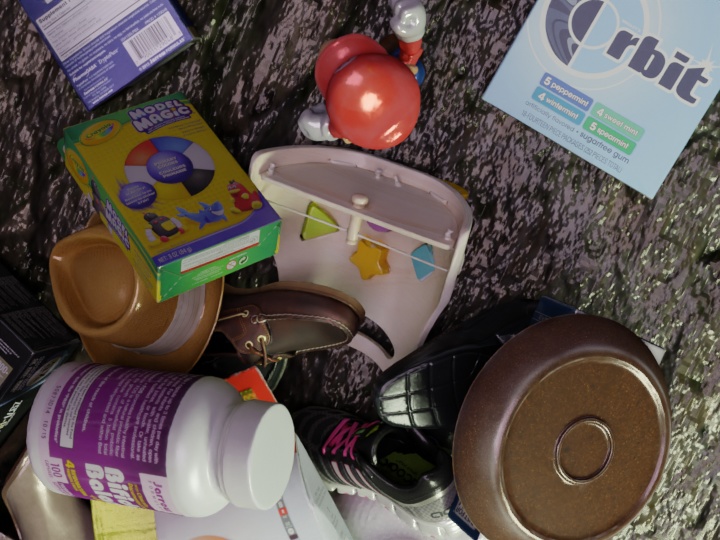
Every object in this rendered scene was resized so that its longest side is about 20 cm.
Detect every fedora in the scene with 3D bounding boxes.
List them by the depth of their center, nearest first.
[{"bbox_3d":[-0.207,0.009,0.981,0.199,0.081,0.203,-6,80,37],"label":"fedora"}]

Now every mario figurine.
[{"bbox_3d":[0.000,-0.160,0.906,0.105,0.200,0.125,6,101,5],"label":"mario figurine"}]

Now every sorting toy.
[{"bbox_3d":[0.000,0.000,0.993,0.198,0.107,0.182,22,117,19],"label":"sorting toy"}]

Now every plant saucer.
[{"bbox_3d":[0.167,0.136,0.886,0.198,0.034,0.203,-5,103,-20],"label":"plant saucer"}]

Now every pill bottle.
[{"bbox_3d":[-0.158,0.138,0.919,0.198,0.112,0.114,4,102,22],"label":"pill bottle"}]

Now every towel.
[{"bbox_3d":[-0.152,0.234,1.073,0.197,0.018,0.087,-4,97,-5],"label":"towel"}]

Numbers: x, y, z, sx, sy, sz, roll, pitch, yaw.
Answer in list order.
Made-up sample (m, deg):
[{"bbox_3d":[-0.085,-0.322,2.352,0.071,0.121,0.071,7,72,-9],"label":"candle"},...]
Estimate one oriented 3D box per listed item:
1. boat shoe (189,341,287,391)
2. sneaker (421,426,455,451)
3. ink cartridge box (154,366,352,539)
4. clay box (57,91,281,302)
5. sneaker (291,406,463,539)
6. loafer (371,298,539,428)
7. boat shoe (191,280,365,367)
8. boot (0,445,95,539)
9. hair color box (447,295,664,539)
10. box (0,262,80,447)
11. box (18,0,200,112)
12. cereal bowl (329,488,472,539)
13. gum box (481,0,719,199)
[{"bbox_3d":[-0.150,0.128,1.047,0.198,0.066,0.075,-33,96,12],"label":"boat shoe"},{"bbox_3d":[0.133,0.136,1.021,0.198,0.070,0.079,13,125,-2],"label":"sneaker"},{"bbox_3d":[-0.112,0.203,0.987,0.161,0.050,0.201,-23,105,22],"label":"ink cartridge box"},{"bbox_3d":[-0.165,-0.075,0.947,0.200,0.114,0.048,51,149,28],"label":"clay box"},{"bbox_3d":[0.011,0.157,0.994,0.199,0.074,0.088,23,143,32],"label":"sneaker"},{"bbox_3d":[0.092,0.077,0.968,0.198,0.072,0.074,-16,117,-23],"label":"loafer"},{"bbox_3d":[-0.090,0.053,0.991,0.198,0.071,0.071,-2,140,33],"label":"boat shoe"},{"bbox_3d":[-0.280,0.242,1.091,0.145,0.070,0.201,31,104,-6],"label":"boot"},{"bbox_3d":[0.159,0.134,0.933,0.099,0.060,0.202,23,91,-23],"label":"hair color box"},{"bbox_3d":[-0.388,0.063,1.038,0.200,0.086,0.164,41,103,9],"label":"box"},{"bbox_3d":[-0.244,-0.258,1.002,0.120,0.032,0.201,-31,97,11],"label":"box"},{"bbox_3d":[0.044,0.276,1.045,0.197,0.083,0.203,1,100,6],"label":"cereal bowl"},{"bbox_3d":[0.223,-0.191,0.953,0.169,0.045,0.201,30,103,1],"label":"gum box"}]
